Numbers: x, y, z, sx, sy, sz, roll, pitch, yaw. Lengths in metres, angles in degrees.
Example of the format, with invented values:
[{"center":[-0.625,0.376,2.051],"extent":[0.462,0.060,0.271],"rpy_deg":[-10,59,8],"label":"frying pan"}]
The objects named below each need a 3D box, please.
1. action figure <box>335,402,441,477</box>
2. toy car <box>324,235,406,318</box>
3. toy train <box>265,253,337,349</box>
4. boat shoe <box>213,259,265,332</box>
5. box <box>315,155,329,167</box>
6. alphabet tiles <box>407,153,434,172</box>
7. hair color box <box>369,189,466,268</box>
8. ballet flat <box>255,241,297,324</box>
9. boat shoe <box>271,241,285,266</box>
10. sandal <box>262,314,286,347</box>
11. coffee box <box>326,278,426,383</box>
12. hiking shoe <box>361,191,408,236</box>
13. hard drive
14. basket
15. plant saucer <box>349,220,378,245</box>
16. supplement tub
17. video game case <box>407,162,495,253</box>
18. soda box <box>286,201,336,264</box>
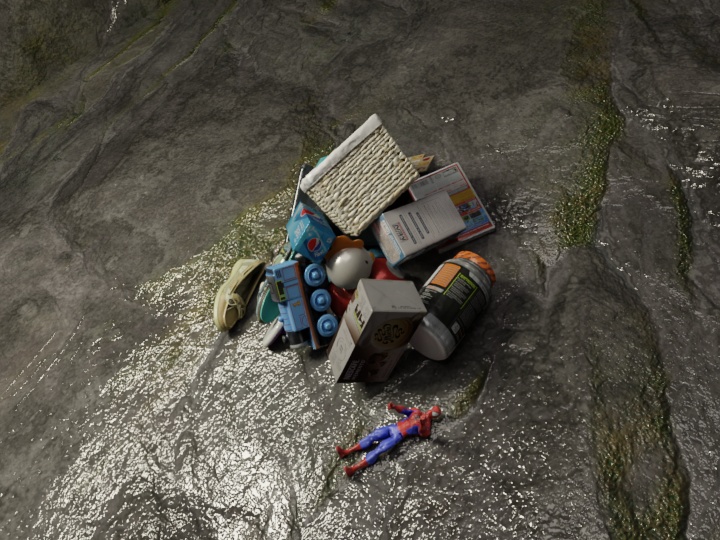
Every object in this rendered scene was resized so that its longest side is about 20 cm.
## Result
[{"center":[0.051,0.276,0.947],"extent":[0.197,0.100,0.066],"rpy_deg":[-25,48,-8],"label":"action figure"},{"center":[0.000,0.000,1.124],"extent":[0.174,0.202,0.186],"rpy_deg":[-19,48,0],"label":"toy car"},{"center":[-0.120,0.067,1.116],"extent":[0.112,0.204,0.086],"rpy_deg":[-17,11,-20],"label":"toy train"},{"center":[-0.277,0.053,1.256],"extent":[0.062,0.074,0.203],"rpy_deg":[-3,42,20],"label":"boat shoe"},{"center":[-0.095,-0.210,1.383],"extent":[0.048,0.083,0.201],"rpy_deg":[-10,34,27],"label":"box"},{"center":[0.087,-0.255,1.391],"extent":[0.197,0.006,0.167],"rpy_deg":[-7,27,26],"label":"alphabet tiles"},{"center":[0.125,-0.091,1.156],"extent":[0.198,0.060,0.101],"rpy_deg":[-24,81,-36],"label":"hair color box"},{"center":[-0.179,0.023,1.186],"extent":[0.073,0.075,0.202],"rpy_deg":[17,67,29],"label":"ballet flat"},{"center":[-0.166,-0.031,1.292],"extent":[0.069,0.071,0.202],"rpy_deg":[-6,47,21],"label":"boat shoe"},{"center":[-0.141,0.088,1.192],"extent":[0.050,0.082,0.204],"rpy_deg":[37,69,-9],"label":"sandal"},{"center":[0.024,0.115,1.002],"extent":[0.111,0.202,0.081],"rpy_deg":[3,42,-26],"label":"coffee box"},{"center":[0.047,-0.158,1.329],"extent":[0.099,0.076,0.202],"rpy_deg":[15,57,24],"label":"hiking shoe"},{"center":[-0.092,-0.131,1.265],"extent":[0.137,0.033,0.204],"rpy_deg":[12,85,-11],"label":"hard drive"},{"center":[-0.005,-0.195,1.167],"extent":[0.200,0.161,0.198],"rpy_deg":[-44,9,-5],"label":"basket"},{"center":[0.022,-0.091,1.254],"extent":[0.198,0.019,0.071],"rpy_deg":[5,80,41],"label":"plant saucer"},{"center":[0.173,0.064,1.068],"extent":[0.121,0.124,0.200],"rpy_deg":[27,63,34],"label":"supplement tub"},{"center":[0.207,-0.150,1.277],"extent":[0.141,0.018,0.202],"rpy_deg":[-22,63,-2],"label":"video game case"},{"center":[-0.107,-0.082,1.133],"extent":[0.068,0.064,0.200],"rpy_deg":[-58,20,10],"label":"soda box"}]
